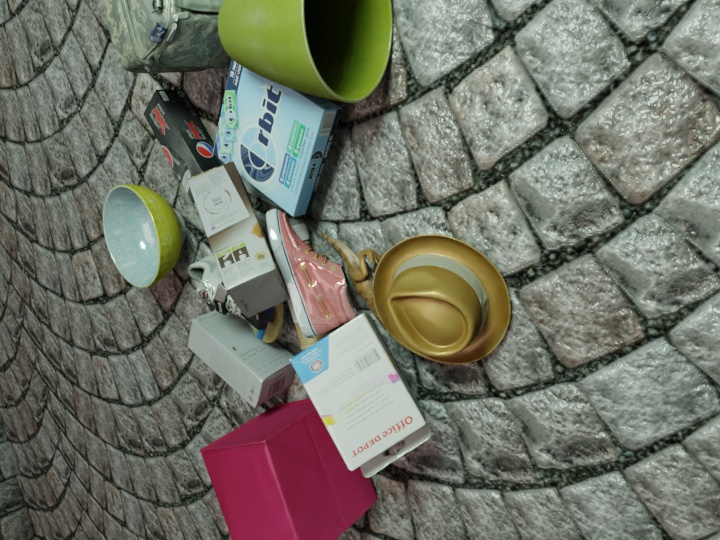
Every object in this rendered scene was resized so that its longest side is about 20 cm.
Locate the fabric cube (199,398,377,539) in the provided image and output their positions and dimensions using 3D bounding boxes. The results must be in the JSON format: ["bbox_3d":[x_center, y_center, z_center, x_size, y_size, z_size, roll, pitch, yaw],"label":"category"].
[{"bbox_3d":[-0.123,0.355,0.957,0.194,0.198,0.204,-22,89,40],"label":"fabric cube"}]

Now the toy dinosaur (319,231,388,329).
[{"bbox_3d":[0.000,0.000,0.837,0.106,0.060,0.202,-40,78,40],"label":"toy dinosaur"}]

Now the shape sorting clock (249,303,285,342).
[{"bbox_3d":[-0.183,0.028,0.981,0.199,0.039,0.205,30,129,45],"label":"shape sorting clock"}]

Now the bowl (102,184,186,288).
[{"bbox_3d":[-0.420,-0.077,1.111,0.197,0.107,0.205,13,112,34],"label":"bowl"}]

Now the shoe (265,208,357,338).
[{"bbox_3d":[-0.073,-0.007,0.835,0.089,0.071,0.204,-19,89,4],"label":"shoe"}]

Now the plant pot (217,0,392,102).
[{"bbox_3d":[-0.087,-0.321,0.721,0.197,0.186,0.192,12,112,34],"label":"plant pot"}]

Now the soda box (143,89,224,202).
[{"bbox_3d":[-0.318,-0.230,1.013,0.070,0.063,0.203,-37,80,39],"label":"soda box"}]

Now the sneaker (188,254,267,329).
[{"bbox_3d":[-0.233,0.044,0.949,0.199,0.087,0.075,39,133,37],"label":"sneaker"}]

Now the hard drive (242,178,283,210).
[{"bbox_3d":[-0.144,-0.215,0.898,0.138,0.038,0.204,28,119,28],"label":"hard drive"}]

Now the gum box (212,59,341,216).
[{"bbox_3d":[-0.135,-0.210,0.839,0.199,0.044,0.172,38,124,24],"label":"gum box"}]

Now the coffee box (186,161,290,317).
[{"bbox_3d":[-0.186,-0.048,0.842,0.115,0.078,0.203,82,164,-66],"label":"coffee box"}]

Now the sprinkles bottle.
[{"bbox_3d":[-0.095,0.028,0.915,0.067,0.068,0.205,-11,97,39],"label":"sprinkles bottle"}]

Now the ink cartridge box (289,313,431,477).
[{"bbox_3d":[0.006,0.184,0.817,0.127,0.125,0.203,-30,84,2],"label":"ink cartridge box"}]

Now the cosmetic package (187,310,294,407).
[{"bbox_3d":[-0.224,0.155,1.037,0.198,0.101,0.075,34,122,23],"label":"cosmetic package"}]

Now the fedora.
[{"bbox_3d":[0.099,0.053,0.735,0.196,0.082,0.206,8,111,20],"label":"fedora"}]

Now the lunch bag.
[{"bbox_3d":[-0.263,-0.382,0.834,0.165,0.198,0.143,2,107,38],"label":"lunch bag"}]
